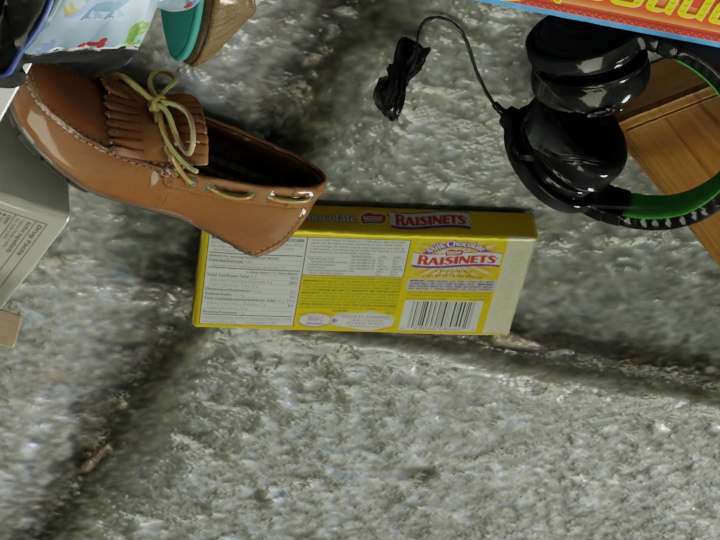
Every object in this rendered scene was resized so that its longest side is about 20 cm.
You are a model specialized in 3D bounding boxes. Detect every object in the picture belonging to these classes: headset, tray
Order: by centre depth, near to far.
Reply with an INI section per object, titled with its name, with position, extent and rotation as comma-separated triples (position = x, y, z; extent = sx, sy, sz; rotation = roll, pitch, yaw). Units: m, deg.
[headset]
position = 0.110, -0.082, 1.276
extent = 0.200, 0.094, 0.124
rotation = 19, 130, 8
[tray]
position = 0.228, -0.058, 1.386
extent = 0.099, 0.037, 0.200
rotation = -21, 139, 22

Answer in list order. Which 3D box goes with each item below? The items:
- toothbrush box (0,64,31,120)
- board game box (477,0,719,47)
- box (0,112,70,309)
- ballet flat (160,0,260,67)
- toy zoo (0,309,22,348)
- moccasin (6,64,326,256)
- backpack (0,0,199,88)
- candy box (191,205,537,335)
[toothbrush box]
position = -0.267, -0.125, 1.163
extent = 0.200, 0.085, 0.146
rotation = 25, 99, -32
[board game box]
position = 0.166, -0.201, 1.171
extent = 0.200, 0.056, 0.196
rotation = 9, 142, -16
[box]
position = -0.266, -0.058, 1.307
extent = 0.200, 0.078, 0.095
rotation = 20, 132, -28
[ballet flat]
position = -0.065, -0.180, 1.187
extent = 0.072, 0.068, 0.200
rotation = -17, 142, -14
[toy zoo]
position = -0.286, 0.017, 1.380
extent = 0.131, 0.020, 0.200
rotation = 18, 172, -23
[moccasin]
position = -0.105, -0.070, 1.315
extent = 0.201, 0.074, 0.078
rotation = 27, 125, -31
[backpack]
position = -0.132, -0.207, 1.037
extent = 0.147, 0.183, 0.200
rotation = -17, 142, -49
[candy box]
position = 0.000, 0.000, 1.454
extent = 0.200, 0.026, 0.102
rotation = 2, 141, -8
